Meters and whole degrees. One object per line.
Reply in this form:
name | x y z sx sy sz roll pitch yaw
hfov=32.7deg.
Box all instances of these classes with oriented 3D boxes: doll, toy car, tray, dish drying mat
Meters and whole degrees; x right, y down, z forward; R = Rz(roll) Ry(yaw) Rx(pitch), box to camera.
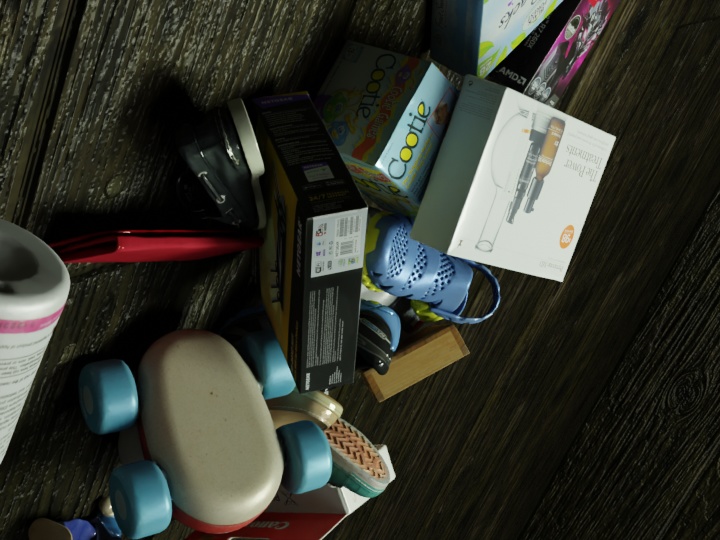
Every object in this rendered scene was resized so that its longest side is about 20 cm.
doll | -0.272 0.280 1.168 0.137 0.048 0.200 -62 166 -8
toy car | -0.157 0.165 1.098 0.184 0.177 0.200 -11 157 -30
tray | 0.049 0.092 1.260 0.099 0.037 0.200 -29 179 -3
dish drying mat | -0.157 -0.019 0.958 0.200 0.077 0.018 -5 84 -64

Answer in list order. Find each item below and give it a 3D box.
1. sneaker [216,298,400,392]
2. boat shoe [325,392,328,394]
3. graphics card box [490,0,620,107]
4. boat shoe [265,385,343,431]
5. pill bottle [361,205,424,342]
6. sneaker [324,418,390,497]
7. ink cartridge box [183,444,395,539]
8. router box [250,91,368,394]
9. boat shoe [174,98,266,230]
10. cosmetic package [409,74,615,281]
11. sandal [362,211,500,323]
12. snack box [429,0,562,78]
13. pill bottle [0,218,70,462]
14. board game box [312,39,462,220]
sneaker | -0.058 0.077 1.164 0.071 0.199 0.083 47 42 -53
boat shoe | -0.075 0.130 1.365 0.070 0.071 0.200 -17 149 -16
graphics card box | 0.237 -0.284 1.425 0.200 0.051 0.125 -57 159 7
boat shoe | -0.094 0.149 1.174 0.071 0.200 0.065 38 59 -28
pill bottle | 0.000 0.000 1.240 0.120 0.120 0.200 -54 159 -4
sneaker | -0.061 0.184 1.267 0.071 0.200 0.080 -7 126 -61
ink cartridge box | -0.090 0.247 1.329 0.176 0.200 0.045 -31 107 -49
router box | -0.048 -0.022 1.022 0.052 0.157 0.200 -11 135 -16
boat shoe | -0.113 -0.072 0.964 0.066 0.075 0.199 -19 172 -8
cosmetic package | 0.143 -0.078 1.115 0.200 0.052 0.151 11 103 -50
sandal | 0.068 0.001 1.144 0.200 0.087 0.080 27 77 -56
snack box | 0.152 -0.306 1.186 0.200 0.068 0.169 -44 156 -25
pill bottle | -0.269 0.071 0.777 0.113 0.113 0.200 -14 135 -60
board game box | 0.051 -0.108 1.118 0.200 0.103 0.105 36 80 -50
